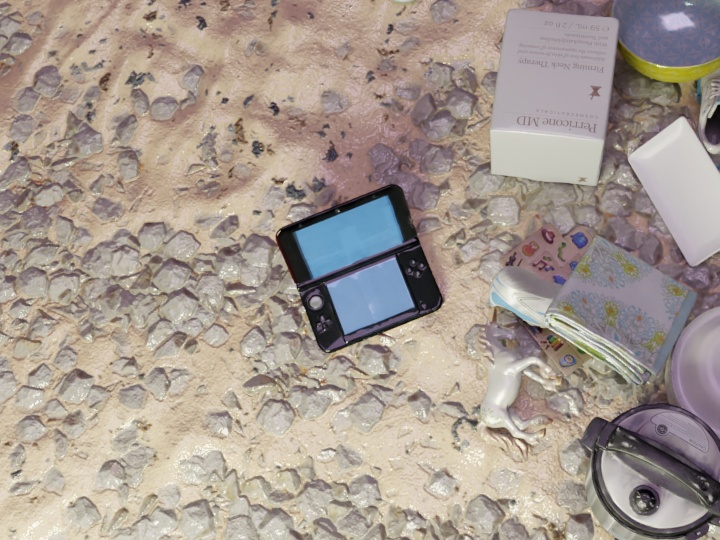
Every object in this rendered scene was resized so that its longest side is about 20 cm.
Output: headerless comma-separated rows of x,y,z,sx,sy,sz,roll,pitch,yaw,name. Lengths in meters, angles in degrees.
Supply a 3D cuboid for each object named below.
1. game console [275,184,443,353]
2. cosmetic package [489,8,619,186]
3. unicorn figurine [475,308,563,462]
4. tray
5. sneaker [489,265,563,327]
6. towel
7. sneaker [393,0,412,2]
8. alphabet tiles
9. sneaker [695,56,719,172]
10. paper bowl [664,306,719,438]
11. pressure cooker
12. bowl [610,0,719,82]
0.000,0.000,1.609,0.199,0.119,0.173,-22,69,0,game console
0.287,-0.254,1.634,0.167,0.166,0.201,7,73,10,cosmetic package
0.213,0.155,1.546,0.137,0.074,0.201,16,79,24,unicorn figurine
0.484,-0.116,1.616,0.107,0.022,0.201,-38,66,31,tray
0.280,0.057,1.580,0.199,0.073,0.072,25,47,3,sneaker
0.365,0.052,1.536,0.171,0.048,0.200,34,50,9,towel
0.080,-0.545,1.804,0.077,0.091,0.201,1,71,7,sneaker
0.303,0.030,1.617,0.167,0.008,0.200,-36,70,-5,alphabet tiles
0.540,-0.246,1.641,0.075,0.087,0.201,8,70,12,sneaker
0.522,0.143,1.497,0.200,0.104,0.202,-2,70,6,paper bowl
0.383,0.266,1.420,0.175,0.200,0.179,-12,69,4,pressure cooker
0.479,-0.355,1.669,0.199,0.108,0.201,-4,62,8,bowl
